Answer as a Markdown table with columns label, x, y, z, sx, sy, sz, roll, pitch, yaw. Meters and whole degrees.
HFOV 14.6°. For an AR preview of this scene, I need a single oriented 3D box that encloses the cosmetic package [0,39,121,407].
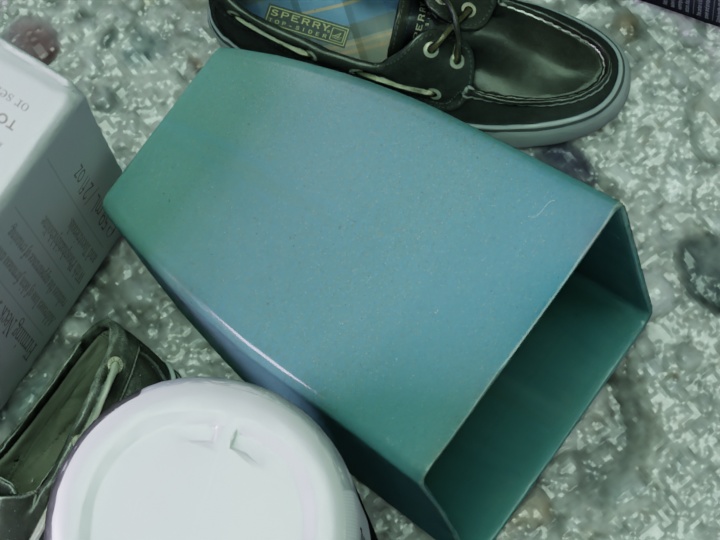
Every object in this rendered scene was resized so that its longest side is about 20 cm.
| label | x | y | z | sx | sy | sz | roll | pitch | yaw |
| --- | --- | --- | --- | --- | --- | --- | --- | --- | --- |
| cosmetic package | -0.226 | -0.012 | 1.203 | 0.166 | 0.167 | 0.200 | 31 | 80 | 12 |

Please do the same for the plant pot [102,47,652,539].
| label | x | y | z | sx | sy | sz | roll | pitch | yaw |
| --- | --- | --- | --- | --- | --- | --- | --- | --- | --- |
| plant pot | 0.000 | 0.000 | 1.206 | 0.200 | 0.141 | 0.141 | 34 | 80 | 20 |

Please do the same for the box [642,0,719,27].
| label | x | y | z | sx | sy | sz | roll | pitch | yaw |
| --- | --- | --- | --- | --- | --- | --- | --- | --- | --- |
| box | 0.139 | -0.235 | 1.275 | 0.182 | 0.104 | 0.200 | 20 | 77 | 9 |

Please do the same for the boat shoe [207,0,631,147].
| label | x | y | z | sx | sy | sz | roll | pitch | yaw |
| --- | --- | --- | --- | --- | --- | --- | --- | --- | --- |
| boat shoe | 0.024 | -0.104 | 1.272 | 0.199 | 0.057 | 0.069 | 12 | 76 | 8 |

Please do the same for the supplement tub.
| label | x | y | z | sx | sy | sz | roll | pitch | yaw |
| --- | --- | --- | --- | --- | --- | --- | --- | --- | --- |
| supplement tub | -0.053 | 0.123 | 1.141 | 0.122 | 0.200 | 0.123 | -2 | 74 | 5 |

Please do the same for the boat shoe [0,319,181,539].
| label | x | y | z | sx | sy | sz | roll | pitch | yaw |
| --- | --- | --- | --- | --- | --- | --- | --- | --- | --- |
| boat shoe | -0.152 | 0.111 | 1.212 | 0.071 | 0.064 | 0.200 | 13 | 63 | 51 |
